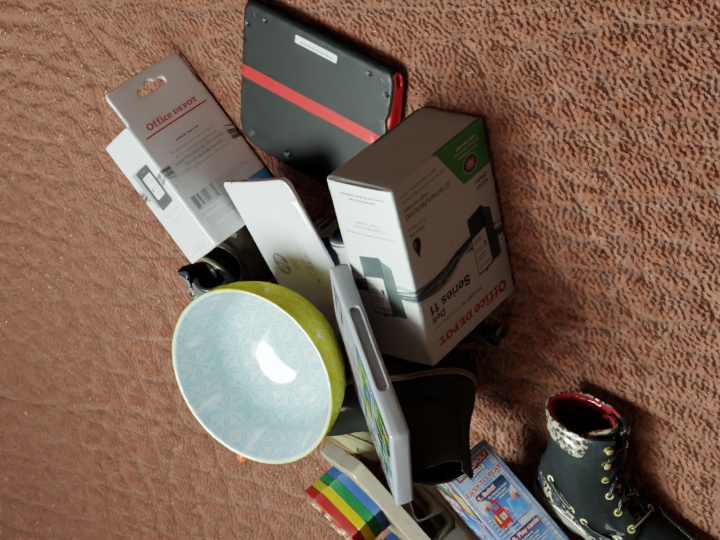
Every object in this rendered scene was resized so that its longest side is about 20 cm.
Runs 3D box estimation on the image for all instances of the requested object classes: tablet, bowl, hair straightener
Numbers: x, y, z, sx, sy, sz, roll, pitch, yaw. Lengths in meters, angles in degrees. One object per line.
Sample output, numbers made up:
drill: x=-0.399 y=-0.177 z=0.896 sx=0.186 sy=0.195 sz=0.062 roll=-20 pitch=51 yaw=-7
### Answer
tablet: x=-0.068 y=-0.010 z=1.574 sx=0.130 sy=0.014 sz=0.200 roll=3 pitch=125 yaw=55
bowl: x=-0.089 y=0.091 z=1.572 sx=0.200 sy=0.108 sz=0.201 roll=13 pitch=119 yaw=26
hair straightener: x=0.077 y=0.059 z=1.574 sx=0.200 sy=0.041 sz=0.077 roll=-11 pitch=113 yaw=50

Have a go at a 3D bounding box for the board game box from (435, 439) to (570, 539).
board game box: x=0.154 y=0.264 z=1.609 sx=0.200 sy=0.062 sz=0.200 roll=52 pitch=171 yaw=-13

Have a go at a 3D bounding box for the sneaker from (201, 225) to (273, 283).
sneaker: x=-0.176 y=-0.060 z=1.710 sx=0.200 sy=0.076 sz=0.070 roll=51 pitch=144 yaw=-1

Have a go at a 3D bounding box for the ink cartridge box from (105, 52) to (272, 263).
ink cartridge box: x=-0.193 y=-0.125 z=1.639 sx=0.200 sy=0.116 sz=0.067 roll=54 pitch=145 yaw=-3

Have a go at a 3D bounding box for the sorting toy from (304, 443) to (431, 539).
sorting toy: x=0.023 y=0.307 z=1.738 sx=0.200 sy=0.070 sz=0.199 roll=49 pitch=171 yaw=-8

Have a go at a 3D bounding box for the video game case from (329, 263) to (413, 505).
video game case: x=0.012 y=0.114 z=1.450 sx=0.200 sy=0.022 sz=0.183 roll=85 pitch=167 yaw=-64

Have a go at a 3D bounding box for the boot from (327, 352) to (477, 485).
boot: x=0.029 y=0.174 z=1.566 sx=0.200 sy=0.139 sz=0.077 roll=-22 pitch=137 yaw=28

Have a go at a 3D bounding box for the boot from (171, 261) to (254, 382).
boot: x=-0.177 y=0.049 z=1.708 sx=0.200 sy=0.070 sz=0.132 roll=6 pitch=120 yaw=58

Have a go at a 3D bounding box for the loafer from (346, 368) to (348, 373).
loafer: x=-0.011 y=0.110 z=1.662 sx=0.200 sy=0.072 sz=0.063 roll=28 pitch=141 yaw=-7

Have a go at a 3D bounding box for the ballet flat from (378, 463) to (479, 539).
ballet flat: x=0.094 y=0.286 z=1.734 sx=0.200 sy=0.069 sz=0.069 roll=51 pitch=144 yaw=-1

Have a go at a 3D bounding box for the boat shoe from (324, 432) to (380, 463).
boat shoe: x=-0.049 y=0.155 z=1.705 sx=0.200 sy=0.065 sz=0.071 roll=29 pitch=175 yaw=-29

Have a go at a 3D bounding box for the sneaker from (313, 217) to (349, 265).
sneaker: x=0.000 y=0.000 z=1.585 sx=0.199 sy=0.081 sz=0.115 roll=-7 pitch=119 yaw=57

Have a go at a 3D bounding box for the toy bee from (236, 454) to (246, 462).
toy bee: x=-0.110 y=0.180 z=1.805 sx=0.200 sy=0.131 sz=0.109 roll=16 pitch=109 yaw=33

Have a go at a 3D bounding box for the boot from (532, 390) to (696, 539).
boot: x=0.259 y=0.219 z=1.486 sx=0.203 sy=0.073 sz=0.154 roll=31 pitch=145 yaw=30

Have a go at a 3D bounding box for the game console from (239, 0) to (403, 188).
game console: x=-0.042 y=-0.169 z=1.519 sx=0.200 sy=0.031 sz=0.177 roll=30 pitch=134 yaw=25

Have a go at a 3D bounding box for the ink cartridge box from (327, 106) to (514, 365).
ink cartridge box: x=0.063 y=-0.032 z=1.424 sx=0.083 sy=0.147 sz=0.200 roll=15 pitch=133 yaw=39
